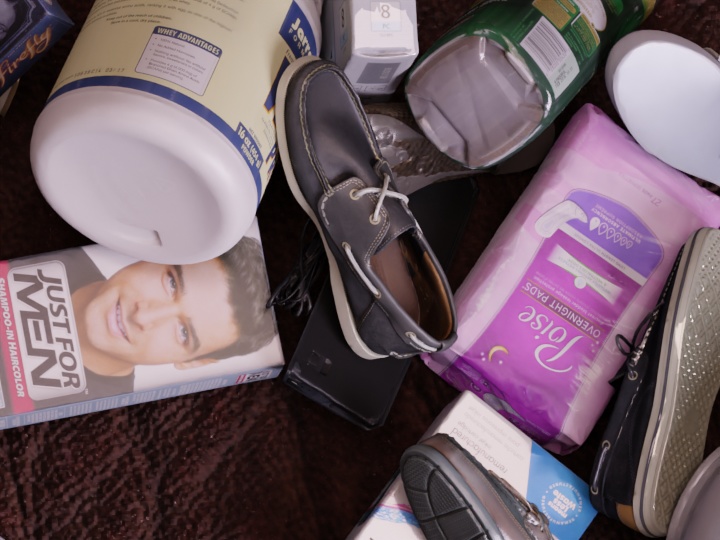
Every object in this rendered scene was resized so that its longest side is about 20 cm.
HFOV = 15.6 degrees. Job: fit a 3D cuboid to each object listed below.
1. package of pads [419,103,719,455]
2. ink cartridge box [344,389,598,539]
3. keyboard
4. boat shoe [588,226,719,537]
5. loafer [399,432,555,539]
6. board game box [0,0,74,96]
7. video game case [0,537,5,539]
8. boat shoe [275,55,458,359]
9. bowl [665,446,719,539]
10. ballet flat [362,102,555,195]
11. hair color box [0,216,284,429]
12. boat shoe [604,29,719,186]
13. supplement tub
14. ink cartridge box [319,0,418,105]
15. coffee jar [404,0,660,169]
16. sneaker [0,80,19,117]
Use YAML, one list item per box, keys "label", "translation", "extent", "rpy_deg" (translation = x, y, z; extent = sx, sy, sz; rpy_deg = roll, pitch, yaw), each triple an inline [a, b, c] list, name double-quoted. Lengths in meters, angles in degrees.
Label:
- label: "package of pads"
  translation: [0.138, 0.006, 1.693]
  extent: [0.120, 0.076, 0.201]
  rpy_deg: [34, 78, 0]
- label: "ink cartridge box"
  translation: [0.048, 0.191, 1.652]
  extent: [0.116, 0.067, 0.200]
  rpy_deg: [37, 77, -1]
- label: "keyboard"
  translation: [0.000, 0.000, 1.685]
  extent: [0.104, 0.040, 0.201]
  rpy_deg: [34, 59, -17]
- label: "boat shoe"
  translation: [0.188, 0.066, 1.635]
  extent: [0.062, 0.074, 0.201]
  rpy_deg: [5, 74, 40]
- label: "loafer"
  translation: [0.099, 0.179, 1.601]
  extent: [0.063, 0.072, 0.201]
  rpy_deg: [-36, 95, -32]
- label: "board game box"
  translation: [-0.285, -0.183, 1.646]
  extent: [0.135, 0.035, 0.200]
  rpy_deg: [-43, 68, 12]
- label: "video game case"
  translation: [-0.308, 0.230, 1.627]
  extent: [0.181, 0.023, 0.201]
  rpy_deg: [35, 79, 0]
- label: "boat shoe"
  translation: [0.007, -0.039, 1.603]
  extent: [0.072, 0.067, 0.201]
  rpy_deg: [-33, 112, -36]
- label: "bowl"
  translation: [0.250, 0.165, 1.603]
  extent: [0.090, 0.201, 0.202]
  rpy_deg: [26, 75, 33]
- label: "ballet flat"
  translation: [0.034, -0.084, 1.685]
  extent: [0.199, 0.046, 0.068]
  rpy_deg: [-10, 122, -30]
- label: "hair color box"
  translation: [-0.155, 0.034, 1.661]
  extent: [0.199, 0.061, 0.100]
  rpy_deg: [-10, 81, -9]
- label: "boat shoe"
  translation: [0.222, -0.109, 1.695]
  extent: [0.201, 0.086, 0.075]
  rpy_deg: [28, 111, -34]
- label: "supplement tub"
  translation: [-0.108, -0.120, 1.629]
  extent: [0.144, 0.145, 0.201]
  rpy_deg: [22, 55, -2]
- label: "ink cartridge box"
  translation: [-0.001, -0.212, 1.673]
  extent: [0.047, 0.160, 0.201]
  rpy_deg: [-2, 80, -8]
- label: "coffee jar"
  translation: [0.115, -0.152, 1.666]
  extent: [0.085, 0.104, 0.200]
  rpy_deg: [50, 44, -6]
- label: "sneaker"
  translation: [-0.247, -0.206, 1.689]
  extent: [0.089, 0.067, 0.202]
  rpy_deg: [13, 81, -9]
